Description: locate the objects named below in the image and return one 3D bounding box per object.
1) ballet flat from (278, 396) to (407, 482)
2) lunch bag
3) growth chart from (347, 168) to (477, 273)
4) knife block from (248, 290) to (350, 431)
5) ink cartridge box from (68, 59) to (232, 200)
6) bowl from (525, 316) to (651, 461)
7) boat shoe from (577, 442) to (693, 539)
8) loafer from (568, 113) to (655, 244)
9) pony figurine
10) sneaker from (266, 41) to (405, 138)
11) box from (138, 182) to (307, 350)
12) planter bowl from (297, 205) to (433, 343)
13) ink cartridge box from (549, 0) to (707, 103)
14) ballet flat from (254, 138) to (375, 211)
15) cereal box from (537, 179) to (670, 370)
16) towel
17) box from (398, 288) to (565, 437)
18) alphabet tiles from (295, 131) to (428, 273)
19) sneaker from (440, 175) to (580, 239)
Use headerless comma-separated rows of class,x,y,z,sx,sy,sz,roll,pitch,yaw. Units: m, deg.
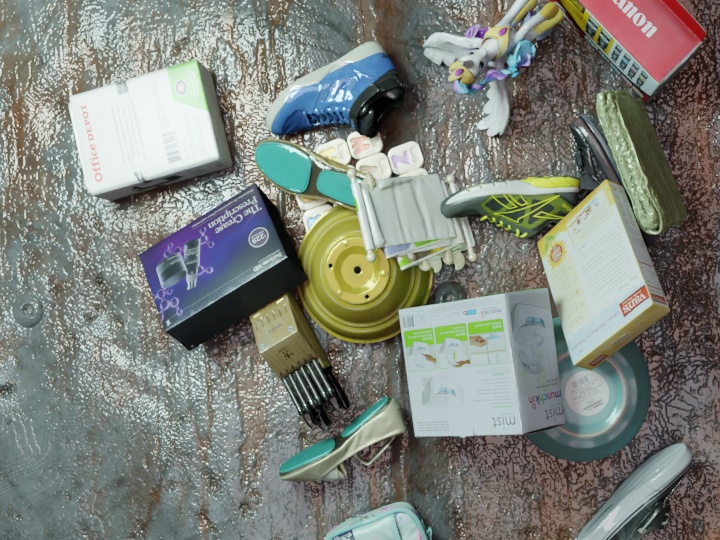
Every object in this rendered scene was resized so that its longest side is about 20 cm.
ballet flat,-0.020,0.254,1.520,0.198,0.069,0.070,-33,84,5
lunch bag,0.040,0.426,1.496,0.158,0.077,0.203,-21,85,7
growth chart,0.075,-0.067,1.481,0.197,0.018,0.147,-3,80,-35
knife block,-0.085,0.123,1.540,0.063,0.201,0.176,-29,130,5
ink cartridge box,-0.300,-0.198,1.559,0.197,0.084,0.148,-14,86,7
bowl,0.295,0.161,1.457,0.197,0.105,0.205,0,88,9
boat shoe,0.382,0.319,1.465,0.071,0.072,0.200,42,104,-2
loafer,0.326,-0.110,1.461,0.062,0.072,0.202,-30,102,6
pony figurine,0.179,-0.295,1.455,0.200,0.193,0.167,-43,85,-9
sneaker,-0.031,-0.224,1.521,0.198,0.077,0.112,-30,67,0
box,-0.193,-0.005,1.517,0.198,0.079,0.142,-31,60,6
planter bowl,0.000,0.000,1.499,0.197,0.083,0.204,0,88,7
ink cartridge box,0.347,-0.334,1.430,0.084,0.176,0.200,-43,83,4
ballet flat,-0.057,-0.130,1.523,0.198,0.063,0.070,25,105,20
cereal box,0.307,0.006,1.396,0.144,0.039,0.202,-45,42,38
towel,0.371,-0.147,1.443,0.036,0.148,0.203,-25,85,31
box,0.155,0.125,1.429,0.198,0.096,0.180,-12,85,48
alphabet tiles,0.009,-0.097,1.550,0.193,0.015,0.203,-19,86,7
sneaker,0.208,-0.081,1.486,0.196,0.074,0.086,-7,93,0
